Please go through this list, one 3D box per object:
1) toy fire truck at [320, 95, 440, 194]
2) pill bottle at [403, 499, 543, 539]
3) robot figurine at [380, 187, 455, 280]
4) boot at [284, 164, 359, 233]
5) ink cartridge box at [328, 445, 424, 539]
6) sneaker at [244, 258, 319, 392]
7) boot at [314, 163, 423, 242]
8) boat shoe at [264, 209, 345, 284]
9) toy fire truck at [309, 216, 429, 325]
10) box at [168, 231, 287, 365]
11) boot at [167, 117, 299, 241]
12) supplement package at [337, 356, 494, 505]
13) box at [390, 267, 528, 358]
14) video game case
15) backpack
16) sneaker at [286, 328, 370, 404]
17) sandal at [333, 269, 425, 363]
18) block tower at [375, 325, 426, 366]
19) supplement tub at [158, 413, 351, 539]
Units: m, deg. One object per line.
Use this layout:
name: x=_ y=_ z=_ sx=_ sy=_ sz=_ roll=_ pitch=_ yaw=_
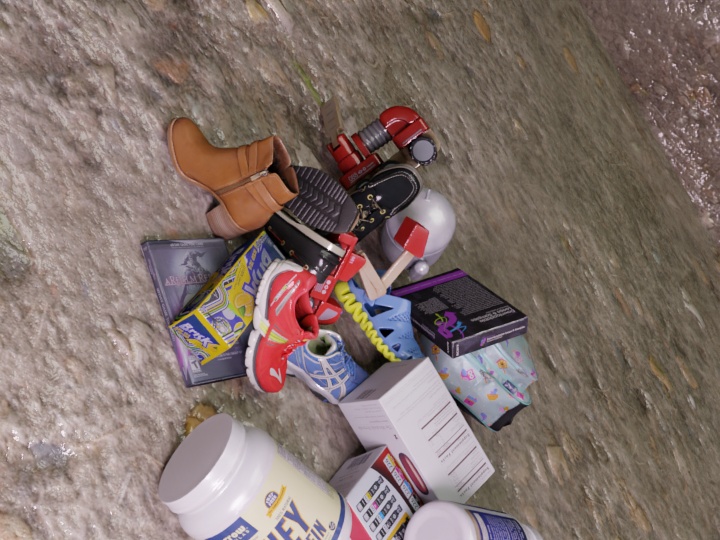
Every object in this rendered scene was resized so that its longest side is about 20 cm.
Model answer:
toy fire truck: x=0.018 y=-0.231 z=1.658 sx=0.200 sy=0.176 sz=0.129 roll=53 pitch=8 yaw=-1
pill bottle: x=0.160 y=0.379 z=1.308 sx=0.200 sy=0.116 sz=0.116 roll=23 pitch=50 yaw=-43
robot figurine: x=0.095 y=-0.068 z=1.614 sx=0.113 sy=0.200 sz=0.170 roll=-4 pitch=75 yaw=-7
boot: x=-0.070 y=-0.108 z=1.436 sx=0.200 sy=0.078 sz=0.138 roll=33 pitch=2 yaw=22
ink cartridge box: x=0.023 y=0.374 z=1.311 sx=0.200 sy=0.084 sz=0.176 roll=57 pitch=35 yaw=-7
sneaker: x=-0.097 y=0.083 z=1.265 sx=0.085 sy=0.200 sz=0.077 roll=17 pitch=30 yaw=14
boot: x=-0.003 y=-0.075 z=1.490 sx=0.074 sy=0.203 sz=0.154 roll=51 pitch=40 yaw=-13
boat shoe: x=-0.107 y=-0.050 z=1.396 sx=0.201 sy=0.063 sz=0.074 roll=36 pitch=5 yaw=37
toy fire truck: x=0.000 y=0.000 z=1.439 sx=0.141 sy=0.200 sz=0.049 roll=22 pitch=11 yaw=-24
box: x=-0.169 y=0.032 z=1.291 sx=0.070 sy=0.064 sz=0.200 roll=51 pitch=36 yaw=-14
boot: x=-0.179 y=-0.153 z=1.356 sx=0.077 sy=0.155 sz=0.200 roll=-13 pitch=77 yaw=-54
supplement package: x=0.081 y=0.240 z=1.392 sx=0.109 sy=0.114 sz=0.200 roll=-37 pitch=100 yaw=-33
box: x=0.152 y=0.065 z=1.550 sx=0.143 sy=0.200 sz=0.036 roll=-16 pitch=119 yaw=-23
video game case: x=-0.208 y=0.051 z=1.300 sx=0.143 sy=0.019 sz=0.200 roll=-5 pitch=72 yaw=-53
backpack: x=0.190 y=0.145 z=1.613 sx=0.200 sy=0.153 sz=0.176 roll=33 pitch=23 yaw=-14
sneaker: x=-0.046 y=0.135 z=1.394 sx=0.200 sy=0.077 sz=0.076 roll=31 pitch=43 yaw=-40
sandal: x=0.045 y=0.073 z=1.486 sx=0.200 sy=0.087 sz=0.079 roll=51 pitch=5 yaw=18
block tower: x=0.085 y=0.192 z=1.532 sx=0.054 sy=0.058 sz=0.200 roll=-6 pitch=73 yaw=-40
supplement tub: x=-0.123 y=0.276 z=1.142 sx=0.200 sy=0.145 sz=0.145 roll=44 pitch=39 yaw=-23
